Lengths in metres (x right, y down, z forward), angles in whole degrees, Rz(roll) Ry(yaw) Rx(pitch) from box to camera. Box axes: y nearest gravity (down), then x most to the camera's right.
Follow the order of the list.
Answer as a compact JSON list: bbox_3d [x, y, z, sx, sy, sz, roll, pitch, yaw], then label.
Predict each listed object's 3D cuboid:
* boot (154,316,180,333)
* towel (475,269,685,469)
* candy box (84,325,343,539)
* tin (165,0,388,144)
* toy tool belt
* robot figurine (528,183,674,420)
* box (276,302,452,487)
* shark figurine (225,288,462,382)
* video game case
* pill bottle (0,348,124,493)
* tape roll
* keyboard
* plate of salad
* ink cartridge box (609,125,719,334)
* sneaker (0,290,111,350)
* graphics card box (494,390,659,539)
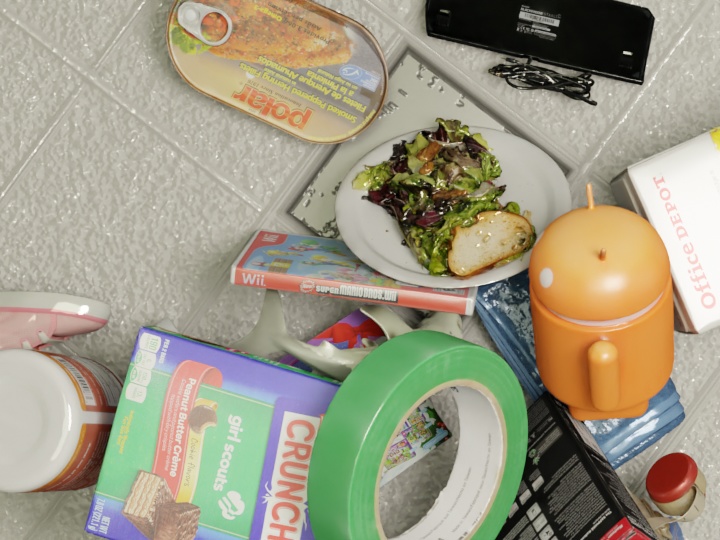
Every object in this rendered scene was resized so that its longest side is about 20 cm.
[{"bbox_3d":[-0.153,0.147,1.629,0.095,0.074,0.201,-29,89,-5],"label":"boot"},{"bbox_3d":[0.186,0.069,1.632,0.111,0.049,0.201,-33,88,0],"label":"towel"},{"bbox_3d":[-0.098,0.151,1.505,0.198,0.077,0.171,16,91,2],"label":"candy box"},{"bbox_3d":[-0.071,-0.184,1.638,0.198,0.042,0.113,25,99,-3],"label":"tin"},{"bbox_3d":[0.221,0.238,1.591,0.199,0.125,0.123,-31,122,20],"label":"toy tool belt"},{"bbox_3d":[0.192,0.030,1.522,0.116,0.201,0.144,26,53,33],"label":"robot figurine"},{"bbox_3d":[-0.037,0.137,1.603,0.199,0.039,0.138,-32,88,-25],"label":"box"},{"bbox_3d":[0.002,0.086,1.573,0.212,0.129,0.090,1,130,-29],"label":"shark figurine"},{"bbox_3d":[0.000,0.000,1.590,0.198,0.143,0.018,7,104,4],"label":"video game case"},{"bbox_3d":[-0.250,0.125,1.566,0.111,0.200,0.114,-1,84,12],"label":"pill bottle"},{"bbox_3d":[0.046,0.149,1.467,0.048,0.200,0.202,18,89,42],"label":"tape roll"},{"bbox_3d":[0.150,-0.198,1.653,0.198,0.040,0.105,13,67,3],"label":"keyboard"},{"bbox_3d":[0.076,-0.063,1.584,0.198,0.048,0.201,-3,44,3],"label":"plate of salad"},{"bbox_3d":[0.329,-0.053,1.579,0.198,0.146,0.148,-23,89,1],"label":"ink cartridge box"},{"bbox_3d":[-0.310,0.069,1.636,0.198,0.075,0.106,0,85,10],"label":"sneaker"},{"bbox_3d":[0.154,0.201,1.527,0.051,0.200,0.126,34,104,-31],"label":"graphics card box"}]
